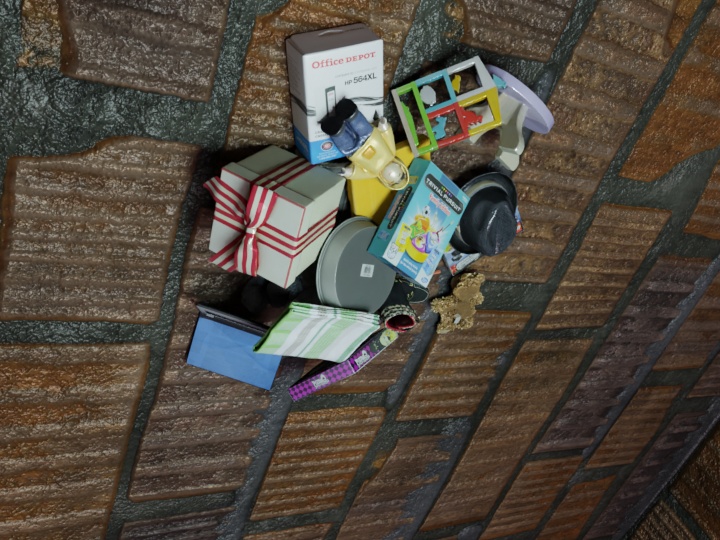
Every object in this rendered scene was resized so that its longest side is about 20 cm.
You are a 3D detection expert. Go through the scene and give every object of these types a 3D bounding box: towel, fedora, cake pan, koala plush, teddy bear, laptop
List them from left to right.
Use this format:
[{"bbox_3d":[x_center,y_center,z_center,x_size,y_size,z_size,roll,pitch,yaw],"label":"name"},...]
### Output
[{"bbox_3d":[-0.245,0.155,1.371,0.186,0.200,0.117,19,79,-6],"label":"laptop"},{"bbox_3d":[-0.107,0.063,1.368,0.177,0.200,0.184,19,114,-38],"label":"koala plush"},{"bbox_3d":[-0.077,0.121,1.269,0.199,0.031,0.149,10,134,-37],"label":"towel"},{"bbox_3d":[0.000,0.000,1.309,0.200,0.037,0.202,-16,113,-44],"label":"cake pan"},{"bbox_3d":[0.236,0.077,1.680,0.144,0.067,0.200,-19,139,-2],"label":"teddy bear"},{"bbox_3d":[0.275,-0.103,1.472,0.200,0.092,0.201,-15,130,-19],"label":"fedora"}]

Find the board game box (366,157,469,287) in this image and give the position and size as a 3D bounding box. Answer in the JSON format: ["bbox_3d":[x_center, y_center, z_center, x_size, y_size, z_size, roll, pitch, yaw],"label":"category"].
[{"bbox_3d":[0.115,-0.089,1.328,0.151,0.047,0.201,33,82,-45],"label":"board game box"}]

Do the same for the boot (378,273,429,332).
[{"bbox_3d":[0.095,0.075,1.522,0.203,0.154,0.074,16,121,-38],"label":"boot"}]

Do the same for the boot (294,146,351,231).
[{"bbox_3d":[-0.065,-0.138,1.334,0.181,0.073,0.201,2,130,-29],"label":"boot"}]

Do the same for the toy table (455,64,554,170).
[{"bbox_3d":[0.273,-0.287,1.334,0.200,0.184,0.117,34,89,-24],"label":"toy table"}]

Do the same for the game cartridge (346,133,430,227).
[{"bbox_3d":[0.059,-0.147,1.342,0.176,0.032,0.201,-23,131,-20],"label":"game cartridge"}]

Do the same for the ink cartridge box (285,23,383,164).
[{"bbox_3d":[-0.041,-0.303,1.195,0.145,0.084,0.201,-17,132,-17],"label":"ink cartridge box"}]

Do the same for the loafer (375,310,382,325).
[{"bbox_3d":[-0.042,0.121,1.553,0.199,0.073,0.071,-32,122,-7],"label":"loafer"}]

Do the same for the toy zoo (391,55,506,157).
[{"bbox_3d":[0.170,-0.302,1.261,0.199,0.132,0.020,-19,177,9],"label":"toy zoo"}]

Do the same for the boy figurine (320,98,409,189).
[{"bbox_3d":[0.013,-0.203,1.204,0.124,0.064,0.200,-46,133,1],"label":"boy figurine"}]

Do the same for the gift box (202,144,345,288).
[{"bbox_3d":[-0.162,-0.094,1.200,0.187,0.199,0.185,-46,153,-56],"label":"gift box"}]

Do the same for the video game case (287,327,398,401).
[{"bbox_3d":[-0.037,0.196,1.483,0.200,0.036,0.181,-31,-179,38],"label":"video game case"}]

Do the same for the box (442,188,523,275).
[{"bbox_3d":[0.265,-0.093,1.567,0.199,0.040,0.137,-32,133,-3],"label":"box"}]

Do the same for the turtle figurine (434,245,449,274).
[{"bbox_3d":[0.119,-0.041,1.480,0.199,0.065,0.161,17,161,-24],"label":"turtle figurine"}]
